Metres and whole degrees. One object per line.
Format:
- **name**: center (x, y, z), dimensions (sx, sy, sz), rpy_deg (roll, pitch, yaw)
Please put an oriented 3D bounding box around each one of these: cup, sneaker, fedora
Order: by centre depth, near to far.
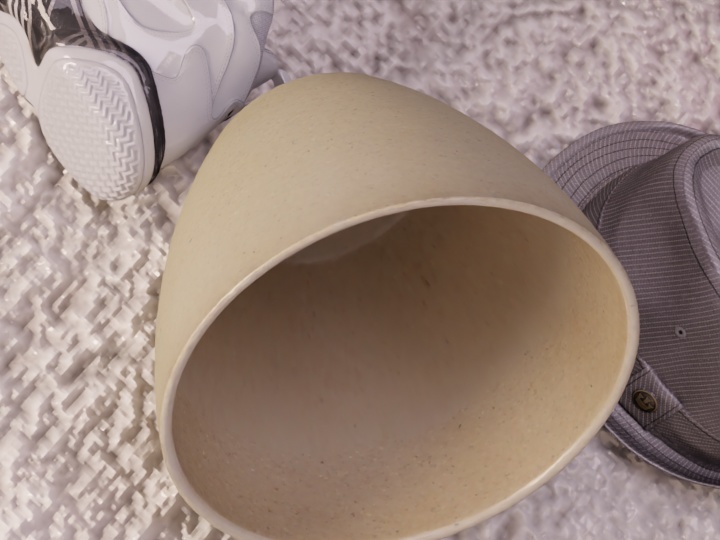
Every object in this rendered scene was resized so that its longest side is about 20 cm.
- **cup**: center (0.000, 0.000, 1.023), dimensions (0.199, 0.201, 0.144), rpy_deg (4, 41, -23)
- **sneaker**: center (-0.111, -0.138, 1.082), dimensions (0.115, 0.075, 0.201), rpy_deg (-26, 87, -31)
- **fedora**: center (0.176, 0.004, 1.142), dimensions (0.176, 0.090, 0.201), rpy_deg (-32, 84, -31)
